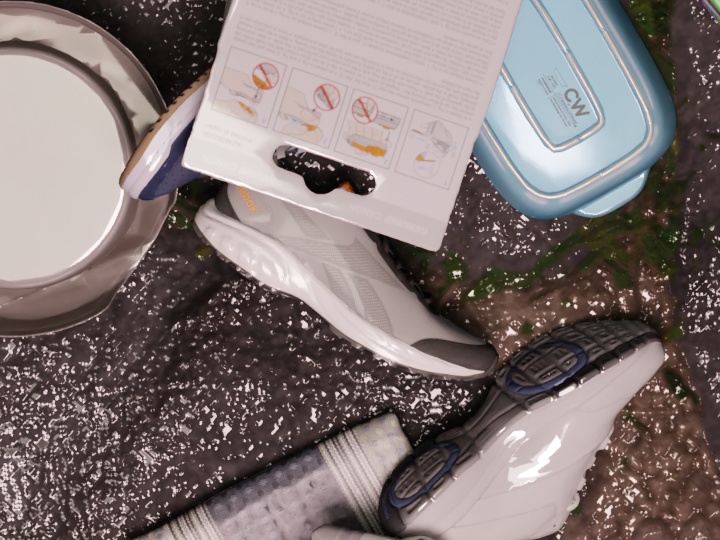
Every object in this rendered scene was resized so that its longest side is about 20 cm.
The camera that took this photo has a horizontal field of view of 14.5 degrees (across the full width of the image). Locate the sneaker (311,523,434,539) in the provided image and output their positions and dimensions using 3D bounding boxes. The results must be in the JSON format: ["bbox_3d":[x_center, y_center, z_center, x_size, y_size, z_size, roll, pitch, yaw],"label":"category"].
[{"bbox_3d":[-0.006,0.237,1.695,0.115,0.075,0.200,14,115,25],"label":"sneaker"}]

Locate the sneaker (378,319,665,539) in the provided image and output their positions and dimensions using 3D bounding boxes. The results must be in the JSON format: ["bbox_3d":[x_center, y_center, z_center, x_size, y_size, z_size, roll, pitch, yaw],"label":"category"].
[{"bbox_3d":[0.105,0.107,1.693,0.200,0.075,0.087,-40,114,2],"label":"sneaker"}]

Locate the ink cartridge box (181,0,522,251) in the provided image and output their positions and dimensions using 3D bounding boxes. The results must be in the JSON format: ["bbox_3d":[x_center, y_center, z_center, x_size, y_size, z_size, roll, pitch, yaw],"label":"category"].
[{"bbox_3d":[-0.001,-0.129,1.597,0.160,0.047,0.200,18,88,-12],"label":"ink cartridge box"}]

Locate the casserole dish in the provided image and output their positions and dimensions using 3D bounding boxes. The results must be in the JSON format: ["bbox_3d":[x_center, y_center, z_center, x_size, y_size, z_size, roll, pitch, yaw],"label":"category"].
[{"bbox_3d":[0.105,-0.121,1.668,0.121,0.039,0.200,-30,98,7],"label":"casserole dish"}]

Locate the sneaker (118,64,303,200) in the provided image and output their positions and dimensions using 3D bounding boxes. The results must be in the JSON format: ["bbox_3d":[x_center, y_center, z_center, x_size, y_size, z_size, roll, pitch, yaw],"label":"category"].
[{"bbox_3d":[-0.039,-0.083,1.623,0.109,0.070,0.200,47,66,1],"label":"sneaker"}]

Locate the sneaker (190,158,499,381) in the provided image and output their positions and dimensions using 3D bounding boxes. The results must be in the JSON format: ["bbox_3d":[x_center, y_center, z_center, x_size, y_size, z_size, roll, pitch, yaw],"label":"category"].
[{"bbox_3d":[0.000,0.000,1.674,0.200,0.074,0.079,33,94,-4],"label":"sneaker"}]

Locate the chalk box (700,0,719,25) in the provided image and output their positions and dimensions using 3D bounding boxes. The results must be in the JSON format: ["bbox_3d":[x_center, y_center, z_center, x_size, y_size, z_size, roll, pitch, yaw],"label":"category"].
[{"bbox_3d":[0.280,-0.148,1.615,0.124,0.125,0.200,-40,97,8],"label":"chalk box"}]

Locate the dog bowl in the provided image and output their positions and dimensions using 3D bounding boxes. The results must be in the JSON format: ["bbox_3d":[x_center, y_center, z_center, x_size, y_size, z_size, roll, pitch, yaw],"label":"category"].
[{"bbox_3d":[-0.204,-0.063,1.675,0.200,0.059,0.200,0,99,2],"label":"dog bowl"}]

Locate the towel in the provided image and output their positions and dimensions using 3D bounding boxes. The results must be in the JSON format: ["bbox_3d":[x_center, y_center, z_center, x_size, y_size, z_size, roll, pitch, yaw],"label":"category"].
[{"bbox_3d":[-0.017,0.211,1.734,0.192,0.035,0.200,-28,95,3],"label":"towel"}]
